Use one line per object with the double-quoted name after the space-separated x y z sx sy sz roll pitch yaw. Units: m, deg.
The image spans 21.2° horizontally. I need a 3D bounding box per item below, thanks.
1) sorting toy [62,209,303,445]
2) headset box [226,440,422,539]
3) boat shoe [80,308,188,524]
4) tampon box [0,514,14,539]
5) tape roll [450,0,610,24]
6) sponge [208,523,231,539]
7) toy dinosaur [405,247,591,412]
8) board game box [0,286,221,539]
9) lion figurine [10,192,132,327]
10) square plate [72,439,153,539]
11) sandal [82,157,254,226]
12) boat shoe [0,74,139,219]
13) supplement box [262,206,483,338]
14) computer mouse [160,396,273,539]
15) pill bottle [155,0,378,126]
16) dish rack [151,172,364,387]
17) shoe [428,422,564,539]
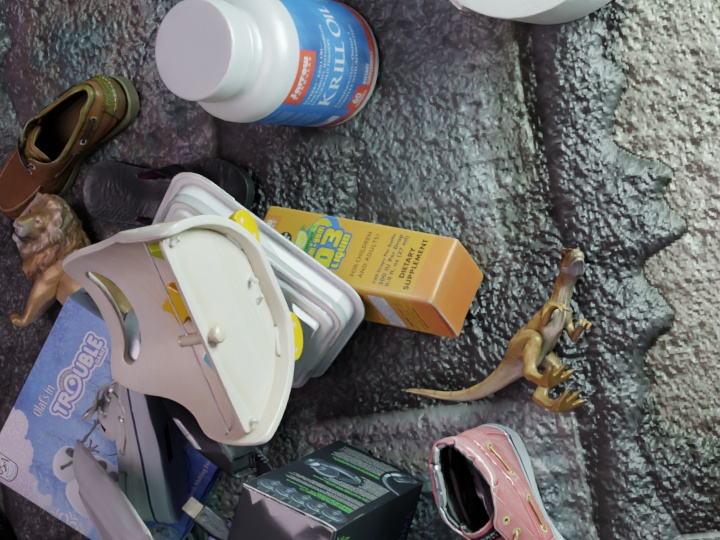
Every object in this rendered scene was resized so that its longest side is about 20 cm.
-0.159 0.036 1.581 0.179 0.107 0.201 -5 118 35 "sorting toy"
-0.047 0.255 1.606 0.092 0.200 0.176 23 104 20 "headset box"
-0.210 0.130 1.712 0.085 0.075 0.204 0 114 16 "boat shoe"
-0.446 0.336 1.908 0.200 0.149 0.127 -41 70 28 "tampon box"
0.139 -0.299 1.541 0.201 0.071 0.205 2 94 33 "tape roll"
-0.114 0.334 1.718 0.030 0.112 0.202 -5 90 -3 "sponge"
0.137 0.072 1.580 0.200 0.060 0.107 -50 43 19 "toy dinosaur"
-0.223 0.152 1.777 0.198 0.043 0.201 31 109 7 "board game box"
-0.261 0.025 1.830 0.199 0.072 0.123 38 104 11 "lion figurine"
-0.189 0.266 1.668 0.200 0.028 0.199 37 151 59 "square plate"
-0.186 -0.066 1.778 0.199 0.048 0.076 2 93 34 "sandal"
-0.300 -0.121 1.838 0.200 0.068 0.072 -44 71 28 "boat shoe"
0.000 0.000 1.639 0.199 0.069 0.067 9 66 34 "supplement box"
-0.131 0.157 1.669 0.200 0.141 0.046 49 136 -11 "computer mouse"
-0.080 -0.179 1.613 0.111 0.199 0.113 2 94 33 "pill bottle"
-0.103 0.019 1.650 0.199 0.044 0.172 36 146 0 "dish rack"
0.120 0.223 1.566 0.071 0.091 0.201 -29 77 31 "shoe"
